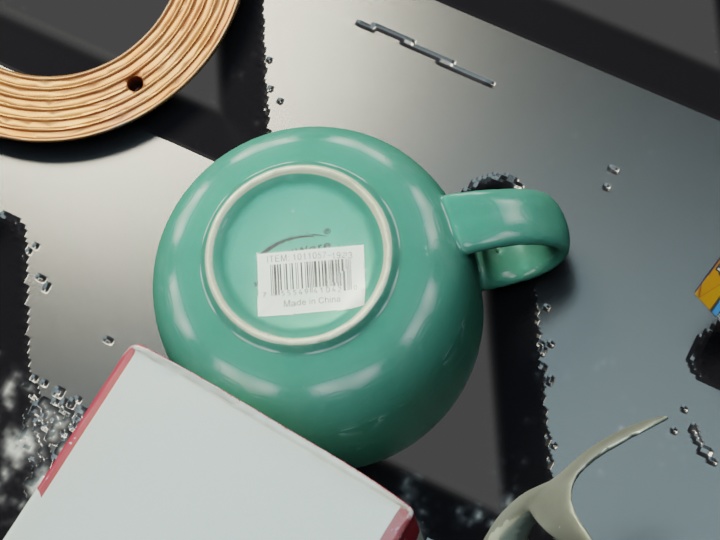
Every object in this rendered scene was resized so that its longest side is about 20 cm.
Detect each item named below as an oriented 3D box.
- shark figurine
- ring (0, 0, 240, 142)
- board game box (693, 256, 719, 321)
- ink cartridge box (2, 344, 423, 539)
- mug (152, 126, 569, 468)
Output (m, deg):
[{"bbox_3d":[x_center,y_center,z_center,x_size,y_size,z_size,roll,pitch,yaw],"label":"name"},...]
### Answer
[{"bbox_3d":[0.086,0.156,1.157,0.128,0.215,0.089,17,32,41],"label":"shark figurine"},{"bbox_3d":[-0.155,-0.159,1.328,0.200,0.019,0.201,-2,73,7],"label":"ring"},{"bbox_3d":[0.261,-0.014,1.129,0.200,0.057,0.165,-56,42,17],"label":"board game box"},{"bbox_3d":[-0.063,0.148,1.126,0.145,0.200,0.145,29,79,12],"label":"ink cartridge box"},{"bbox_3d":[-0.011,-0.002,1.210,0.152,0.114,0.185,38,81,16],"label":"mug"}]
